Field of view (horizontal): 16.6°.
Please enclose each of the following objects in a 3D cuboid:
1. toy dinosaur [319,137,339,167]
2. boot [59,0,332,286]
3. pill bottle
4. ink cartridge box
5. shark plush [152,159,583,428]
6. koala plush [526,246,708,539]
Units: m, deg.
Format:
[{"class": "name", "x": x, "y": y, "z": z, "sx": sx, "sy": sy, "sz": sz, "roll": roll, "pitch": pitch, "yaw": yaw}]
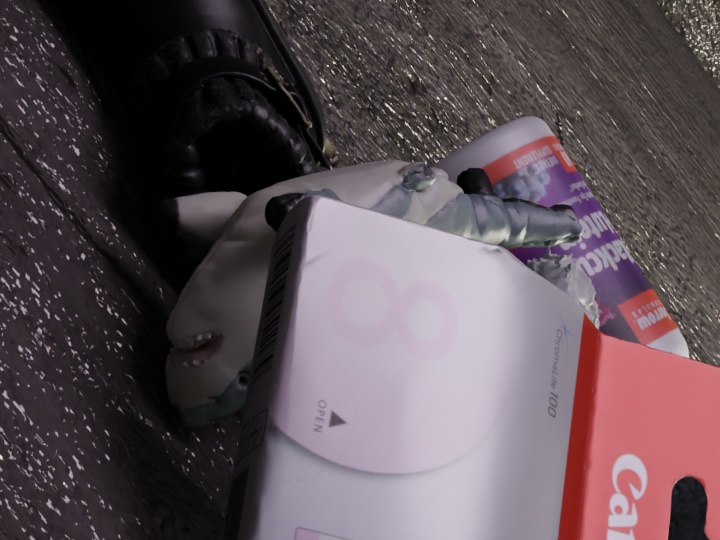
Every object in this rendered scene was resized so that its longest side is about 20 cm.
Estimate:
[{"class": "toy dinosaur", "x": -0.081, "y": -0.129, "z": 1.189, "sx": 0.200, "sy": 0.047, "sz": 0.088, "roll": 59, "pitch": 1, "yaw": 14}, {"class": "boot", "x": -0.078, "y": -0.089, "z": 1.047, "sx": 0.211, "sy": 0.079, "sz": 0.158, "roll": 51, "pitch": 16, "yaw": -20}, {"class": "pill bottle", "x": 0.099, "y": 0.031, "z": 1.274, "sx": 0.200, "sy": 0.111, "sz": 0.111, "roll": 58, "pitch": 16, "yaw": 7}, {"class": "ink cartridge box", "x": 0.054, "y": 0.077, "z": 0.870, "sx": 0.200, "sy": 0.057, "sz": 0.163, "roll": 14, "pitch": 66, "yaw": -12}, {"class": "shark plush", "x": 0.000, "y": 0.000, "z": 0.982, "sx": 0.200, "sy": 0.091, "sz": 0.083, "roll": -17, "pitch": 100, "yaw": -48}, {"class": "koala plush", "x": 0.075, "y": 0.087, "z": 1.011, "sx": 0.184, "sy": 0.177, "sz": 0.200, "roll": 42, "pitch": 7, "yaw": 34}]
